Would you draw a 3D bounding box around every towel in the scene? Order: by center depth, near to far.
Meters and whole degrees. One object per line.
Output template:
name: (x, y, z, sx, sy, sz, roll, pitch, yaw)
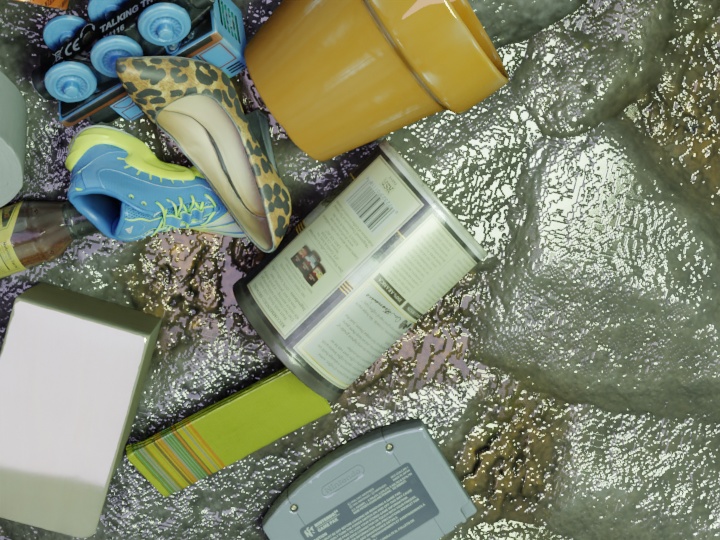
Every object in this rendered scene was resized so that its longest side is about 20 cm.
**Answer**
towel: (-0.131, 0.159, 1.093, 0.197, 0.018, 0.087, -27, 135, 2)

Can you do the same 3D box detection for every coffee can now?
coffee can: (0.000, 0.000, 1.017, 0.200, 0.146, 0.147, -43, 100, 6)

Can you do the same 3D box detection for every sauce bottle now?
sauce bottle: (-0.329, -0.031, 1.040, 0.196, 0.066, 0.067, -18, 102, -1)

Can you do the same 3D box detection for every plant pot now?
plant pot: (0.003, -0.200, 0.962, 0.182, 0.201, 0.202, -33, 101, 16)

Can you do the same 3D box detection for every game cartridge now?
game cartridge: (0.005, 0.245, 1.123, 0.198, 0.042, 0.134, -32, 97, 4)

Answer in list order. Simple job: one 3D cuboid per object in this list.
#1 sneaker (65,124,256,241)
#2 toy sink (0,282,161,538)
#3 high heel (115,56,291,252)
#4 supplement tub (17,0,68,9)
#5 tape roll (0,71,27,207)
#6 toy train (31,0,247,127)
sneaker: (-0.183, -0.054, 1.006, 0.197, 0.106, 0.076, 20, 134, -15)
toy sink: (-0.283, 0.131, 1.049, 0.128, 0.112, 0.204, 15, 95, -6)
high heel: (-0.132, -0.101, 0.950, 0.071, 0.199, 0.145, -26, 62, 28)
supplement tub: (-0.291, -0.338, 0.950, 0.120, 0.123, 0.204, 10, 101, -5)
tape roll: (-0.394, -0.117, 0.950, 0.196, 0.201, 0.067, -5, 66, -2)
toy train: (-0.199, -0.196, 0.983, 0.198, 0.088, 0.114, -26, 145, 19)
